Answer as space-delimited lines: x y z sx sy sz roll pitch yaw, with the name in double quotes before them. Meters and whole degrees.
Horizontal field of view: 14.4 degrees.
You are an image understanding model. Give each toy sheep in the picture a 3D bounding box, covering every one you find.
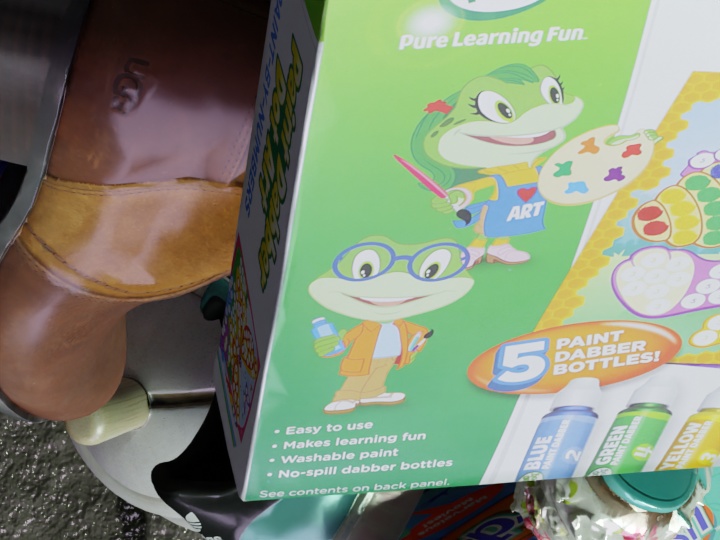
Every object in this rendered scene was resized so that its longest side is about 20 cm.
"toy sheep" -0.039 0.033 1.009 0.137 0.139 0.200 -5 -179 30

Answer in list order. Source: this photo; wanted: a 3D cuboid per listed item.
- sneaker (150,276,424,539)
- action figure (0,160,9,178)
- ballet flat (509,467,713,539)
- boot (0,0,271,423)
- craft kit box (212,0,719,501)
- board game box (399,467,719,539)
"sneaker" 0.000 0.000 0.889 0.080 0.201 0.071 20 -174 -27
"action figure" -0.142 -0.034 0.796 0.099 0.065 0.200 -45 168 12
"ballet flat" 0.084 -0.001 0.878 0.075 0.201 0.064 29 149 -16
"boot" -0.005 -0.005 0.759 0.199 0.069 0.189 12 135 5
"craft kit box" 0.076 -0.029 0.622 0.199 0.049 0.198 -4 138 -12
"board game box" 0.060 0.087 0.967 0.151 0.045 0.200 -28 -170 -8
